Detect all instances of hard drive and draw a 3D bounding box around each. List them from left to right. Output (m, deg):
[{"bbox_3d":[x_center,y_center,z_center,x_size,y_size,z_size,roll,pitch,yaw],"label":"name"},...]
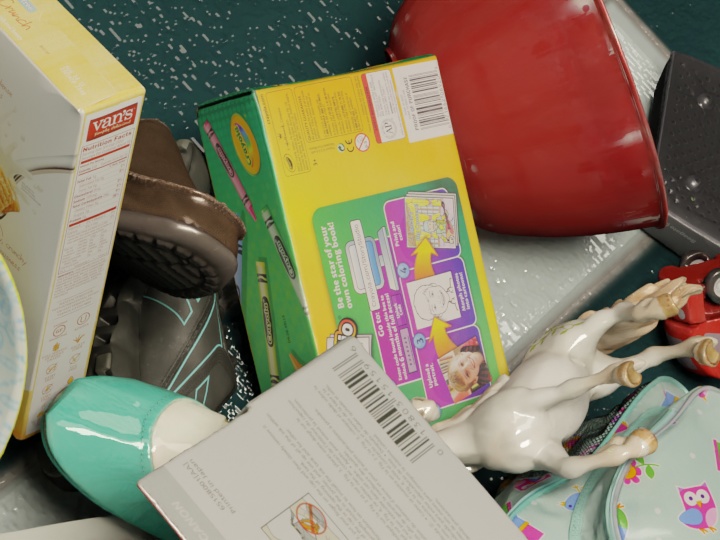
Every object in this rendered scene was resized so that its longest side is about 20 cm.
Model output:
[{"bbox_3d":[0.256,-0.037,1.371,0.199,0.042,0.135,26,53,-16],"label":"hard drive"}]

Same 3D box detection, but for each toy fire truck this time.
[{"bbox_3d":[0.275,0.044,1.306,0.199,0.049,0.142,-14,107,-10],"label":"toy fire truck"}]

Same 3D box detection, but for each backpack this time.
[{"bbox_3d":[0.136,0.165,1.115,0.200,0.153,0.176,-35,89,-33],"label":"backpack"}]

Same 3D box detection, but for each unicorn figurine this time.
[{"bbox_3d":[0.087,0.061,1.100,0.200,0.137,0.074,-16,92,-53],"label":"unicorn figurine"}]

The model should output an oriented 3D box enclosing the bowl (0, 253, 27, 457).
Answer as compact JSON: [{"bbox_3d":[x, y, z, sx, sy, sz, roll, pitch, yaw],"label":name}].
[{"bbox_3d":[-0.256,0.031,0.975,0.199,0.201,0.108,-2,22,-31],"label":"bowl"}]

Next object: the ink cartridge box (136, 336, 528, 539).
[{"bbox_3d":[0.007,0.141,0.965,0.200,0.044,0.173,49,37,7],"label":"ink cartridge box"}]

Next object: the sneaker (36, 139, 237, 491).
[{"bbox_3d":[-0.101,0.029,1.117,0.079,0.075,0.201,31,56,-29],"label":"sneaker"}]

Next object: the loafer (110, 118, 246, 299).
[{"bbox_3d":[-0.115,-0.044,1.061,0.073,0.200,0.071,39,79,-38],"label":"loafer"}]

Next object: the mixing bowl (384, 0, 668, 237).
[{"bbox_3d":[0.080,-0.095,1.231,0.108,0.200,0.201,-23,72,0],"label":"mixing bowl"}]

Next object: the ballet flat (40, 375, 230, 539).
[{"bbox_3d":[-0.056,0.101,1.044,0.200,0.070,0.068,38,55,-37],"label":"ballet flat"}]

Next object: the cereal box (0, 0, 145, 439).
[{"bbox_3d":[-0.166,-0.042,1.004,0.039,0.201,0.144,-24,55,-36],"label":"cereal box"}]

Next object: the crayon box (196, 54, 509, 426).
[{"bbox_3d":[0.000,0.000,1.146,0.118,0.058,0.201,-14,92,-36],"label":"crayon box"}]

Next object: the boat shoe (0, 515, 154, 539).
[{"bbox_3d":[-0.168,0.156,0.991,0.199,0.071,0.064,-10,67,-36],"label":"boat shoe"}]
